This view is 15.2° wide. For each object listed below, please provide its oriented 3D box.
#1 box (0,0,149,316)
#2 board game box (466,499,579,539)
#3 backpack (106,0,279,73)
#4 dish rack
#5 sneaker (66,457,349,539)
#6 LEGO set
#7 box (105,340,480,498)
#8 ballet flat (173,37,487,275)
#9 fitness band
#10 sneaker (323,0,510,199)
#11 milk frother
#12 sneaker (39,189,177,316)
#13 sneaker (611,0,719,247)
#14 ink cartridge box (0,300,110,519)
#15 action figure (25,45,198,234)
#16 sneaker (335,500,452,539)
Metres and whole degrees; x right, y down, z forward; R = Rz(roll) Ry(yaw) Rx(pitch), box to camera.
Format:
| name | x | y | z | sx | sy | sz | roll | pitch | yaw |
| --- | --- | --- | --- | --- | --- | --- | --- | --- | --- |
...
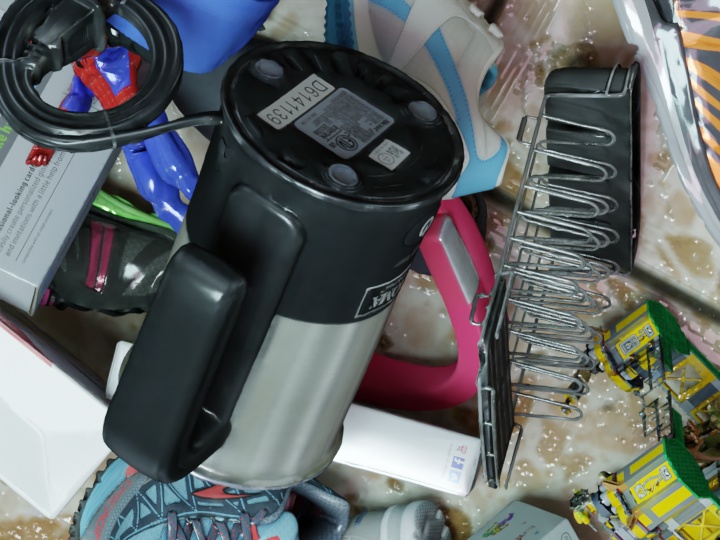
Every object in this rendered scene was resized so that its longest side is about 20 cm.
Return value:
| name | x | y | z | sx | sy | sz | roll | pitch | yaw |
| --- | --- | --- | --- | --- | --- | --- | --- | --- | --- |
| box | -0.229 | -0.087 | 1.438 | 0.199 | 0.156 | 0.041 | 26 | 151 | 1 |
| board game box | 0.058 | 0.247 | 1.492 | 0.200 | 0.064 | 0.148 | -37 | 113 | -20 |
| backpack | -0.095 | -0.201 | 1.342 | 0.162 | 0.200 | 0.168 | 31 | 112 | -2 |
| dish rack | 0.099 | 0.008 | 1.373 | 0.054 | 0.200 | 0.154 | 9 | 145 | 14 |
| sneaker | -0.078 | 0.138 | 1.461 | 0.095 | 0.200 | 0.080 | 22 | 112 | 30 |
| LEGO set | 0.152 | 0.125 | 1.442 | 0.116 | 0.200 | 0.154 | -38 | 121 | 22 |
| box | -0.032 | 0.081 | 1.469 | 0.199 | 0.144 | 0.036 | 16 | 87 | 5 |
| ballet flat | -0.014 | -0.068 | 1.447 | 0.200 | 0.073 | 0.073 | 35 | 112 | -6 |
| fitness band | 0.000 | 0.000 | 1.444 | 0.143 | 0.037 | 0.200 | 6 | 140 | 26 |
| sneaker | 0.027 | -0.119 | 1.378 | 0.080 | 0.201 | 0.077 | 1 | 148 | -12 |
| milk frother | -0.083 | -0.020 | 1.275 | 0.200 | 0.180 | 0.188 | 45 | 132 | 26 |
| sneaker | -0.149 | -0.002 | 1.481 | 0.200 | 0.084 | 0.077 | 31 | 155 | 5 |
| sneaker | 0.210 | -0.097 | 1.397 | 0.112 | 0.078 | 0.201 | -20 | 106 | 17 |
| ink cartridge box | -0.188 | 0.067 | 1.478 | 0.116 | 0.200 | 0.068 | 40 | 87 | -4 |
| action figure | -0.130 | -0.060 | 1.390 | 0.065 | 0.099 | 0.200 | -37 | 78 | 54 |
| sneaker | 0.020 | 0.226 | 1.565 | 0.082 | 0.075 | 0.201 | -2 | 104 | 25 |
